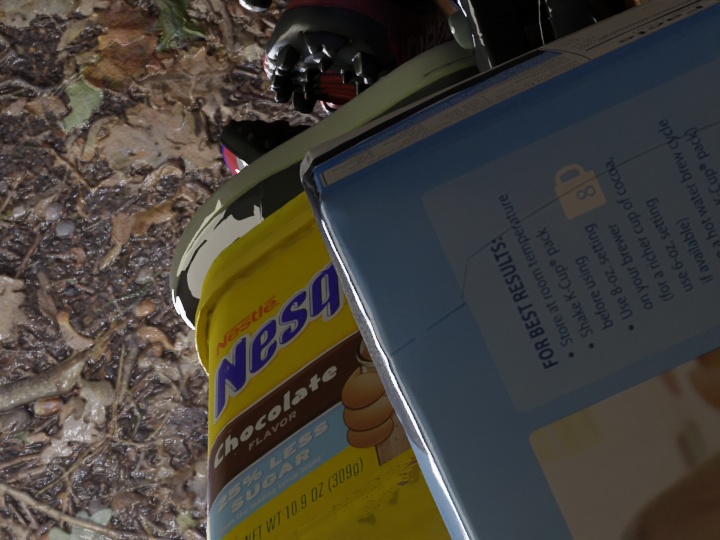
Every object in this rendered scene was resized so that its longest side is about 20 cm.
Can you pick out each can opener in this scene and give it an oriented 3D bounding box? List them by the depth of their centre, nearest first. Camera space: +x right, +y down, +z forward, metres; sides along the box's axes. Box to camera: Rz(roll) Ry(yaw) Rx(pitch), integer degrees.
[{"bbox_3d":[0.053,-0.123,0.868,0.079,0.063,0.200,-112,-3,-64],"label":"can opener"}]

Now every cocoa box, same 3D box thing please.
[{"bbox_3d":[0.085,0.041,0.535,0.131,0.133,0.200,-114,0,-84],"label":"cocoa box"}]

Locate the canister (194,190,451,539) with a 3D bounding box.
[{"bbox_3d":[0.014,0.046,0.806,0.087,0.148,0.200,49,-163,-26],"label":"canister"}]

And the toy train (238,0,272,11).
[{"bbox_3d":[-0.034,-0.209,0.991,0.042,0.056,0.200,-136,59,-71],"label":"toy train"}]

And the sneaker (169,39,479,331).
[{"bbox_3d":[0.000,0.000,0.969,0.075,0.200,0.106,7,-125,-45],"label":"sneaker"}]

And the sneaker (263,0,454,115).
[{"bbox_3d":[0.005,-0.114,1.080,0.200,0.071,0.098,18,-98,-76],"label":"sneaker"}]

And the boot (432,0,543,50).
[{"bbox_3d":[0.038,-0.148,1.034,0.097,0.075,0.200,70,175,-57],"label":"boot"}]

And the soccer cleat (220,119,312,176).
[{"bbox_3d":[0.003,-0.005,1.068,0.200,0.068,0.073,33,117,32],"label":"soccer cleat"}]
